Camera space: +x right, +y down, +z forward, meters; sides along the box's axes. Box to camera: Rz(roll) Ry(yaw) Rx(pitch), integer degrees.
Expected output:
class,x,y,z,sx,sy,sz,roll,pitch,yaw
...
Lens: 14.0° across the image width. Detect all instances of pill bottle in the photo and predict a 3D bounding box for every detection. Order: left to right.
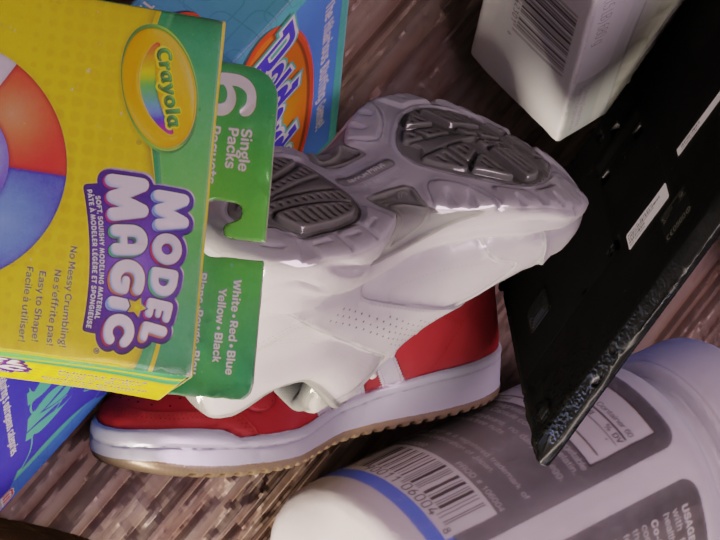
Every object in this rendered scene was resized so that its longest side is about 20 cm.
class,x,y,z,sx,sy,sz,roll,pitch,yaw
pill bottle,0.072,0.104,1.174,0.199,0.114,0.114,-22,113,-34

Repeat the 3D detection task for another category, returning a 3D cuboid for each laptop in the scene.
class,x,y,z,sx,sy,sz,roll,pitch,yaw
laptop,0.141,-0.032,1.137,0.103,0.200,0.178,23,120,-20

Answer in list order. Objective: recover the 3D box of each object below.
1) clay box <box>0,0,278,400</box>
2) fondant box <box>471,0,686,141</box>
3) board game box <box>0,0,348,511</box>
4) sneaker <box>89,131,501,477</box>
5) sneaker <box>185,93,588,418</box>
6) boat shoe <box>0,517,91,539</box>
class,x,y,z,sx,sy,sz,roll,pitch,yaw
clay box,-0.119,-0.029,0.889,0.199,0.048,0.116,8,76,-15
fondant box,0.144,-0.154,1.141,0.200,0.058,0.145,-32,155,-26
board game box,-0.081,-0.024,1.009,0.200,0.045,0.152,-49,166,-20
sneaker,-0.022,0.008,1.103,0.199,0.071,0.113,-14,113,-45
sneaker,0.000,0.000,1.042,0.199,0.078,0.100,-13,134,-45
boat shoe,-0.137,0.125,1.038,0.199,0.074,0.070,16,92,-31
